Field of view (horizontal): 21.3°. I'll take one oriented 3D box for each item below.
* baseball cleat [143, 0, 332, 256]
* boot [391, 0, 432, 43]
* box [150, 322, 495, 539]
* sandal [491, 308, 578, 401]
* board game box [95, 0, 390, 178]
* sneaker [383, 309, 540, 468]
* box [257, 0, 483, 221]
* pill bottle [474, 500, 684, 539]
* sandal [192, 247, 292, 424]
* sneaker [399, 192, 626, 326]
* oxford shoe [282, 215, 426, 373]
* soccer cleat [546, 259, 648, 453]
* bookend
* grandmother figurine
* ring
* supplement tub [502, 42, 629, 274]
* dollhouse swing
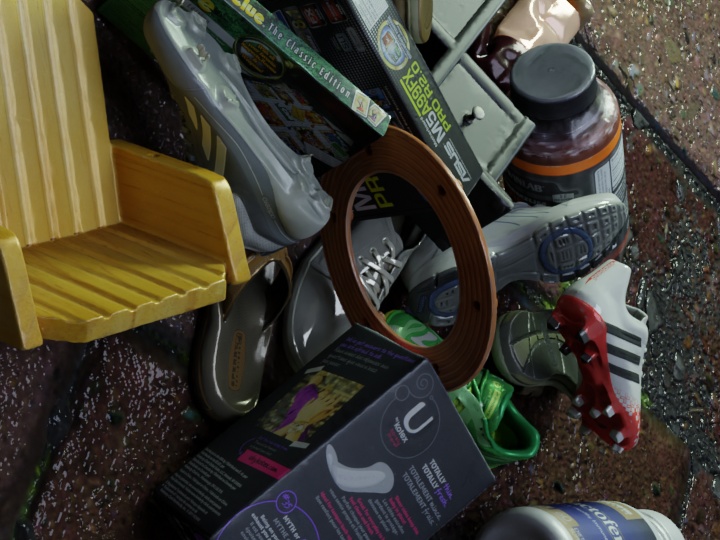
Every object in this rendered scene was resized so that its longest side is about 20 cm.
[{"bbox_3d":[-0.106,-0.088,1.315,0.200,0.106,0.070,53,24,-21],"label":"baseball cleat"},{"bbox_3d":[-0.033,-0.247,1.400,0.072,0.154,0.201,58,19,-77],"label":"boot"},{"bbox_3d":[-0.026,0.153,1.355,0.200,0.106,0.123,-38,118,-16],"label":"box"},{"bbox_3d":[0.144,0.074,1.644,0.201,0.057,0.080,20,52,-62],"label":"sandal"},{"bbox_3d":[-0.082,-0.144,1.334,0.200,0.105,0.024,40,56,-18],"label":"board game box"},{"bbox_3d":[0.080,0.093,1.552,0.200,0.083,0.074,42,57,-37],"label":"sneaker"},{"bbox_3d":[-0.021,-0.128,1.403,0.044,0.159,0.201,-54,125,-39],"label":"box"},{"bbox_3d":[0.192,0.257,1.640,0.199,0.115,0.117,4,83,-49],"label":"pill bottle"},{"bbox_3d":[-0.081,0.012,1.398,0.080,0.054,0.202,13,76,-47],"label":"sandal"},{"bbox_3d":[0.120,-0.029,1.550,0.199,0.087,0.075,-17,135,-11],"label":"sneaker"},{"bbox_3d":[0.000,0.000,1.492,0.075,0.057,0.201,56,50,-33],"label":"oxford shoe"},{"bbox_3d":[0.212,0.076,1.604,0.085,0.068,0.201,-44,137,-22],"label":"soccer cleat"},{"bbox_3d":[0.067,-0.160,1.511,0.200,0.092,0.199,46,51,-10],"label":"bookend"},{"bbox_3d":[0.133,-0.183,1.669,0.121,0.061,0.200,44,53,-3],"label":"grandmother figurine"},{"bbox_3d":[0.035,-0.009,1.374,0.019,0.200,0.202,-20,101,-33],"label":"ring"},{"bbox_3d":[0.169,-0.095,1.610,0.107,0.106,0.201,-59,151,-34],"label":"supplement tub"},{"bbox_3d":[-0.187,-0.075,1.213,0.199,0.181,0.177,-16,118,-48],"label":"dollhouse swing"}]
